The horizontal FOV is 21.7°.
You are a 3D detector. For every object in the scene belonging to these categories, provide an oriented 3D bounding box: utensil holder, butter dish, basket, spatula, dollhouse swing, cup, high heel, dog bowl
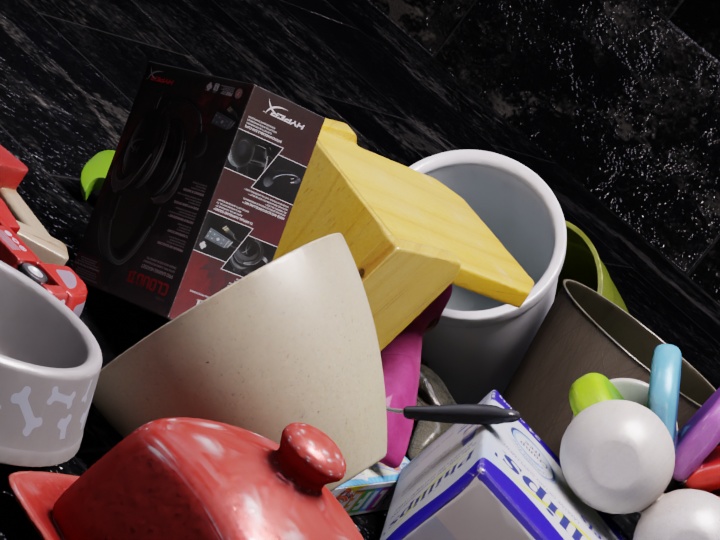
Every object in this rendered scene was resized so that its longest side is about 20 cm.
[{"bbox_3d":[0.091,0.017,1.673,0.170,0.170,0.200,43,-22,22],"label":"utensil holder"},{"bbox_3d":[-0.064,0.150,1.067,0.199,0.148,0.200,19,24,-50],"label":"butter dish"},{"bbox_3d":[0.183,0.142,1.585,0.180,0.200,0.136,39,15,10],"label":"basket"},{"bbox_3d":[0.019,0.094,1.347,0.199,0.021,0.057,8,-5,21],"label":"spatula"},{"bbox_3d":[0.000,0.000,1.467,0.176,0.182,0.200,38,10,-44],"label":"dollhouse swing"},{"bbox_3d":[-0.062,0.087,1.243,0.143,0.200,0.200,59,16,3],"label":"cup"},{"bbox_3d":[0.037,0.078,1.476,0.096,0.067,0.200,48,45,2],"label":"high heel"},{"bbox_3d":[-0.244,0.037,1.123,0.200,0.059,0.200,29,13,-7],"label":"dog bowl"}]

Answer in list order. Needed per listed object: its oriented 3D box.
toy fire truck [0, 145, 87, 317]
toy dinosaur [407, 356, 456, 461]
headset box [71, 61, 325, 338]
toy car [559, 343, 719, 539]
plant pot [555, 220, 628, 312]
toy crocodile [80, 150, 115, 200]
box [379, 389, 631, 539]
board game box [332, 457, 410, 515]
[{"bbox_3d":[-0.256,-0.025,1.351,0.200,0.049,0.141,43,15,20],"label":"toy fire truck"},{"bbox_3d":[0.043,0.104,1.557,0.102,0.077,0.200,24,6,-32],"label":"toy dinosaur"},{"bbox_3d":[-0.128,-0.044,1.408,0.077,0.201,0.149,23,-3,-40],"label":"headset box"},{"bbox_3d":[0.247,0.142,1.400,0.200,0.150,0.175,51,12,4],"label":"toy car"},{"bbox_3d":[0.198,0.079,1.895,0.193,0.200,0.200,41,8,-44],"label":"plant pot"},{"bbox_3d":[-0.153,-0.033,1.613,0.200,0.062,0.067,41,-22,-6],"label":"toy crocodile"},{"bbox_3d":[0.114,0.208,1.343,0.184,0.105,0.200,47,14,-5],"label":"box"},{"bbox_3d":[-0.045,0.128,1.414,0.134,0.034,0.200,44,15,22],"label":"board game box"}]
